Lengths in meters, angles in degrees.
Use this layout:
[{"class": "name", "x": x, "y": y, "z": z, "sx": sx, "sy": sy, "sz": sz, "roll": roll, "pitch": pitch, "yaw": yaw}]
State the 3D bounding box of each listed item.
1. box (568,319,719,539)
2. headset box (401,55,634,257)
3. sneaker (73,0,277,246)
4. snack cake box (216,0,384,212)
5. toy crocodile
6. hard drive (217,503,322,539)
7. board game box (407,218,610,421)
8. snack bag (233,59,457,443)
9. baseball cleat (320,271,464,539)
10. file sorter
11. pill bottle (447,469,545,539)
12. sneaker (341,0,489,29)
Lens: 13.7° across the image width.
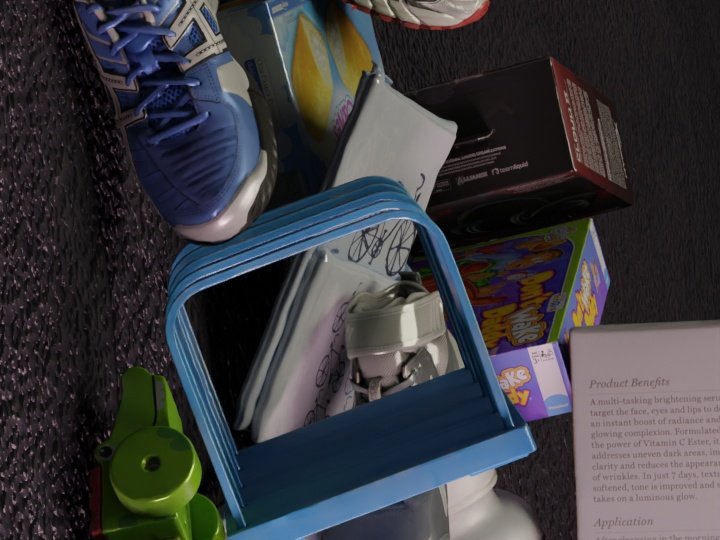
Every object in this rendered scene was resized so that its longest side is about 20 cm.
[{"class": "box", "x": 0.178, "y": 0.131, "z": 1.657, "sx": 0.152, "sy": 0.106, "sz": 0.200, "roll": 24, "pitch": 64, "yaw": -79}, {"class": "headset box", "x": 0.073, "y": -0.068, "z": 1.844, "sx": 0.200, "sy": 0.149, "sz": 0.077, "roll": 16, "pitch": 61, "yaw": -74}, {"class": "sneaker", "x": -0.098, "y": -0.099, "z": 1.407, "sx": 0.077, "sy": 0.076, "sz": 0.200, "roll": 32, "pitch": 32, "yaw": -56}, {"class": "snack cake box", "x": -0.040, "y": -0.095, "z": 1.615, "sx": 0.200, "sy": 0.067, "sz": 0.115, "roll": -43, "pitch": 118, "yaw": -72}, {"class": "toy crocodile", "x": -0.089, "y": 0.133, "z": 1.269, "sx": 0.068, "sy": 0.062, "sz": 0.200, "roll": 74, "pitch": 7, "yaw": -58}, {"class": "hard drive", "x": -0.034, "y": 0.170, "z": 1.488, "sx": 0.200, "sy": 0.026, "sz": 0.132, "roll": -27, "pitch": 103, "yaw": -75}, {"class": "board game box", "x": 0.069, "y": 0.038, "z": 1.768, "sx": 0.200, "sy": 0.134, "sz": 0.045, "roll": -66, "pitch": 140, "yaw": -67}, {"class": "snack bag", "x": 0.000, "y": 0.000, "z": 1.575, "sx": 0.200, "sy": 0.021, "sz": 0.189, "roll": -69, "pitch": 163, "yaw": -1}, {"class": "baseball cleat", "x": 0.009, "y": 0.080, "z": 1.520, "sx": 0.200, "sy": 0.070, "sz": 0.107, "roll": -82, "pitch": 159, "yaw": -51}, {"class": "file sorter", "x": -0.015, "y": 0.036, "z": 1.374, "sx": 0.200, "sy": 0.139, "sz": 0.123, "roll": -118, "pitch": -173, "yaw": -83}, {"class": "pill bottle", "x": 0.056, "y": 0.187, "z": 1.633, "sx": 0.111, "sy": 0.111, "sz": 0.200, "roll": -60, "pitch": 135, "yaw": -69}, {"class": "sneaker", "x": -0.011, "y": -0.201, "z": 1.601, "sx": 0.200, "sy": 0.082, "sz": 0.078, "roll": 38, "pitch": 17, "yaw": 0}]
